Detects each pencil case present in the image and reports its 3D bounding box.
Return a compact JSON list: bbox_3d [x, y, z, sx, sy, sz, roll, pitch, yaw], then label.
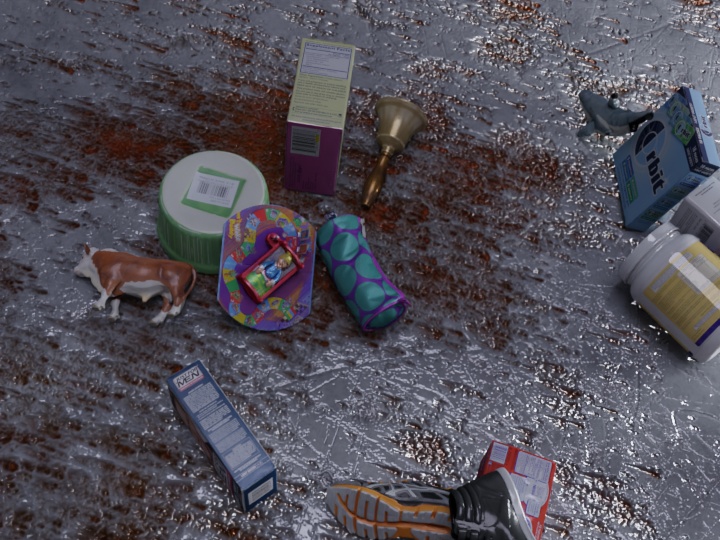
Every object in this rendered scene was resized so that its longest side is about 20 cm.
[{"bbox_3d":[0.000,0.000,1.443,0.092,0.085,0.201,-35,63,12],"label":"pencil case"}]

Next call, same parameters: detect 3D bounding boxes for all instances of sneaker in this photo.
[{"bbox_3d":[0.172,0.357,1.131,0.098,0.071,0.201,-12,54,-11],"label":"sneaker"},{"bbox_3d":[0.049,0.331,1.251,0.198,0.079,0.077,11,29,7],"label":"sneaker"}]

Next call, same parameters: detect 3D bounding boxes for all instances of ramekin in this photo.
[{"bbox_3d":[-0.243,-0.103,1.474,0.198,0.098,0.201,3,57,-4],"label":"ramekin"}]

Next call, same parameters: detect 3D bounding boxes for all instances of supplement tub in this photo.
[{"bbox_3d":[0.537,0.033,1.448,0.145,0.146,0.200,-32,66,-24],"label":"supplement tub"}]

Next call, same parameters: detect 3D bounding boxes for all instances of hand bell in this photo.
[{"bbox_3d":[0.043,-0.200,1.592,0.103,0.104,0.201,18,69,5],"label":"hand bell"}]

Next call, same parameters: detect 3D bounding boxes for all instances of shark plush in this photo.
[{"bbox_3d":[0.464,-0.290,1.639,0.090,0.084,0.200,-12,16,-5],"label":"shark plush"}]

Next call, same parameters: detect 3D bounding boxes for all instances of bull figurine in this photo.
[{"bbox_3d":[-0.363,0.020,1.403,0.198,0.065,0.122,4,61,-2],"label":"bull figurine"}]

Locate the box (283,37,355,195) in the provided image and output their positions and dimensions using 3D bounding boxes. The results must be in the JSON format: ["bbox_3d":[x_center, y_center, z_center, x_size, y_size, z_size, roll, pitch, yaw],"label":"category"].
[{"bbox_3d":[-0.073,-0.269,1.554,0.096,0.176,0.201,8,57,-2],"label":"box"}]

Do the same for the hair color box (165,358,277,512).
[{"bbox_3d":[-0.198,0.235,1.260,0.060,0.100,0.200,-30,65,-22],"label":"hair color box"}]

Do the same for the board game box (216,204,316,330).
[{"bbox_3d":[-0.141,-0.007,1.396,0.157,0.039,0.202,7,83,-23],"label":"board game box"}]

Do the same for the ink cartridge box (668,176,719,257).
[{"bbox_3d":[0.620,-0.034,1.500,0.084,0.145,0.200,-32,66,-24],"label":"ink cartridge box"}]

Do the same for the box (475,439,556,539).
[{"bbox_3d":[0.197,0.355,1.230,0.099,0.096,0.201,18,58,6],"label":"box"}]

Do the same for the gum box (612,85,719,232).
[{"bbox_3d":[0.533,-0.194,1.561,0.044,0.200,0.171,13,54,-18],"label":"gum box"}]
